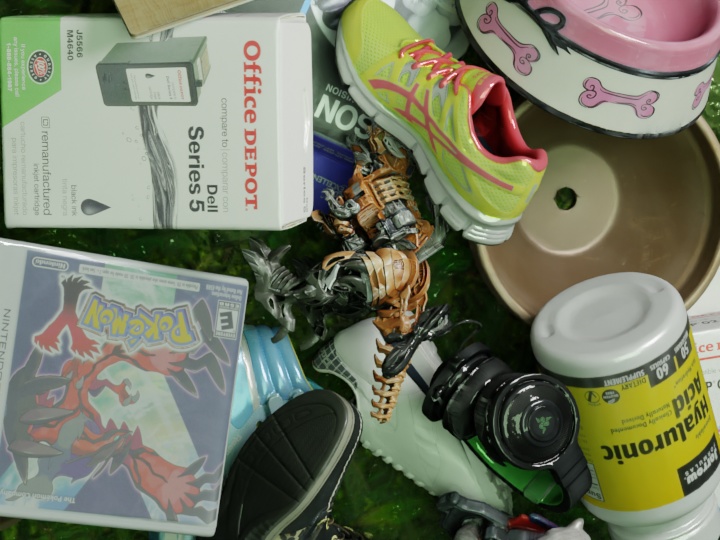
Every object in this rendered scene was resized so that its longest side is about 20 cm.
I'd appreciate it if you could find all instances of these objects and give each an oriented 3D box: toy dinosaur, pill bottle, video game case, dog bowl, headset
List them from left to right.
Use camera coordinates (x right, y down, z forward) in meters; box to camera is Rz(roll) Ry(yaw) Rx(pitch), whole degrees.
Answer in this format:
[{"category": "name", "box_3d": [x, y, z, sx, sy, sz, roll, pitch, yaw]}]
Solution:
[{"category": "video game case", "box_3d": [-0.176, 0.081, 1.593, 0.200, 0.023, 0.183, 10, 86, -33]}, {"category": "toy dinosaur", "box_3d": [0.000, 0.000, 1.646, 0.136, 0.200, 0.102, -13, 142, 24]}, {"category": "headset", "box_3d": [0.083, 0.101, 1.618, 0.094, 0.123, 0.200, -44, 129, -18]}, {"category": "dog bowl", "box_3d": [0.171, -0.188, 1.661, 0.200, 0.200, 0.074, 14, 132, -16]}, {"category": "pill bottle", "box_3d": [0.196, 0.111, 1.671, 0.111, 0.111, 0.200, -26, 121, -11]}]

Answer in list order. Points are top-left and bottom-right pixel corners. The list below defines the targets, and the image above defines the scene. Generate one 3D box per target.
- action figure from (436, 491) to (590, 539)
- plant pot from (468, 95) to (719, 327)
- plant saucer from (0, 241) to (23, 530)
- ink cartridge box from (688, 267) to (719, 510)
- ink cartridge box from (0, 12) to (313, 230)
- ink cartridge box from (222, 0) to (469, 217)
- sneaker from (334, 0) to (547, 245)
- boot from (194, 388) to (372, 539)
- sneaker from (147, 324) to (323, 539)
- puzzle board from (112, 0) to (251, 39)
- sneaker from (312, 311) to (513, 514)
[{"category": "action figure", "box_3d": [0.122, 0.256, 1.718, 0.200, 0.105, 0.194, 23, 127, -16]}, {"category": "plant pot", "box_3d": [0.165, -0.048, 1.732, 0.200, 0.093, 0.201, -2, 96, -15]}, {"category": "plant saucer", "box_3d": [-0.252, 0.079, 1.606, 0.029, 0.200, 0.200, 7, 96, 25]}, {"category": "ink cartridge box", "box_3d": [0.259, 0.095, 1.787, 0.115, 0.068, 0.200, -9, 99, -13]}, {"category": "ink cartridge box", "box_3d": [-0.138, -0.103, 1.607, 0.200, 0.084, 0.146, 1, 97, 12]}, {"category": "ink cartridge box", "box_3d": [-0.036, -0.147, 1.692, 0.198, 0.043, 0.200, 23, 92, -17]}, {"category": "sneaker", "box_3d": [0.062, -0.120, 1.624, 0.078, 0.090, 0.200, -25, 73, -46]}, {"category": "boot", "box_3d": [-0.027, 0.180, 1.679, 0.154, 0.073, 0.204, 17, 112, -44]}, {"category": "sneaker", "box_3d": [-0.087, 0.130, 1.693, 0.130, 0.080, 0.200, 2, 97, -14]}, {"category": "puzzle board", "box_3d": [-0.119, -0.250, 1.605, 0.150, 0.017, 0.200, -21, 57, -11]}, {"category": "sneaker", "box_3d": [0.045, 0.120, 1.740, 0.080, 0.076, 0.200, -30, 104, 9]}]
